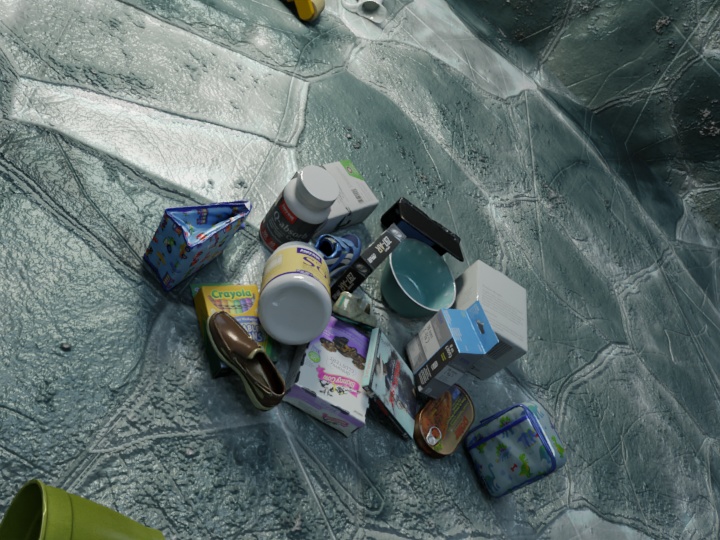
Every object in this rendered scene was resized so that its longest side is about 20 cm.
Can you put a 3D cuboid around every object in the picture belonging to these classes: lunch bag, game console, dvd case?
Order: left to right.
[{"bbox_3d":[-0.301,-0.065,1.243,0.198,0.151,0.095,-26,75,-46],"label":"lunch bag"},{"bbox_3d":[0.067,0.241,1.336,0.201,0.022,0.148,54,34,-33],"label":"dvd case"},{"bbox_3d":[0.152,-0.081,1.617,0.198,0.176,0.118,33,54,-13],"label":"game console"},{"bbox_3d":[0.328,0.383,1.369,0.081,0.199,0.164,0,59,-46],"label":"lunch bag"}]

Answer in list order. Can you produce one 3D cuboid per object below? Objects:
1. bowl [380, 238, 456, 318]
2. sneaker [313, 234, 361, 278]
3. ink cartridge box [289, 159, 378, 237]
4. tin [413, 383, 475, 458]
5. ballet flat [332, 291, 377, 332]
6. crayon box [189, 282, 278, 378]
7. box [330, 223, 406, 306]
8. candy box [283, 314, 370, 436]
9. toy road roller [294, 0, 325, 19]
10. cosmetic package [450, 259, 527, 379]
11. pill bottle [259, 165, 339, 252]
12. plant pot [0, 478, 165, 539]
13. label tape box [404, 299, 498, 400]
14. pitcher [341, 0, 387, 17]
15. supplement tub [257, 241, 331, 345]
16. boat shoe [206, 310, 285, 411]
[{"bbox_3d":[0.126,0.034,1.545,0.197,0.105,0.204,21,48,-25],"label":"bowl"},{"bbox_3d":[-0.057,-0.046,1.463,0.073,0.084,0.200,19,34,23],"label":"sneaker"},{"bbox_3d":[-0.071,-0.182,1.567,0.198,0.084,0.148,-22,73,-45],"label":"ink cartridge box"},{"bbox_3d":[0.187,0.334,1.415,0.112,0.042,0.199,46,42,6],"label":"tin"},{"bbox_3d":[-0.001,0.089,1.363,0.066,0.064,0.200,19,-7,21],"label":"ballet flat"},{"bbox_3d":[-0.248,0.100,1.235,0.124,0.052,0.203,-1,59,-39],"label":"crayon box"},{"bbox_3d":[0.000,0.000,1.400,0.044,0.200,0.160,44,41,1],"label":"box"},{"bbox_3d":[-0.054,0.205,1.293,0.166,0.072,0.202,32,43,-15],"label":"candy box"},{"bbox_3d":[-0.210,-0.892,2.001,0.124,0.143,0.203,-64,141,-47],"label":"toy road roller"},{"bbox_3d":[0.301,0.123,1.572,0.163,0.165,0.203,30,45,-17],"label":"cosmetic package"},{"bbox_3d":[-0.134,-0.129,1.390,0.114,0.200,0.118,20,47,-23],"label":"pill bottle"},{"bbox_3d":[-0.364,0.398,0.828,0.191,0.199,0.204,27,43,-35],"label":"plant pot"},{"bbox_3d":[0.196,0.163,1.403,0.063,0.201,0.146,28,26,-29],"label":"label tape box"},{"bbox_3d":[0.014,-0.996,2.253,0.167,0.122,0.205,8,63,-15],"label":"pitcher"},{"bbox_3d":[-0.130,0.038,1.270,0.143,0.147,0.201,29,20,-17],"label":"supplement tub"},{"bbox_3d":[-0.199,0.152,1.142,0.204,0.075,0.074,53,45,0],"label":"boat shoe"}]
